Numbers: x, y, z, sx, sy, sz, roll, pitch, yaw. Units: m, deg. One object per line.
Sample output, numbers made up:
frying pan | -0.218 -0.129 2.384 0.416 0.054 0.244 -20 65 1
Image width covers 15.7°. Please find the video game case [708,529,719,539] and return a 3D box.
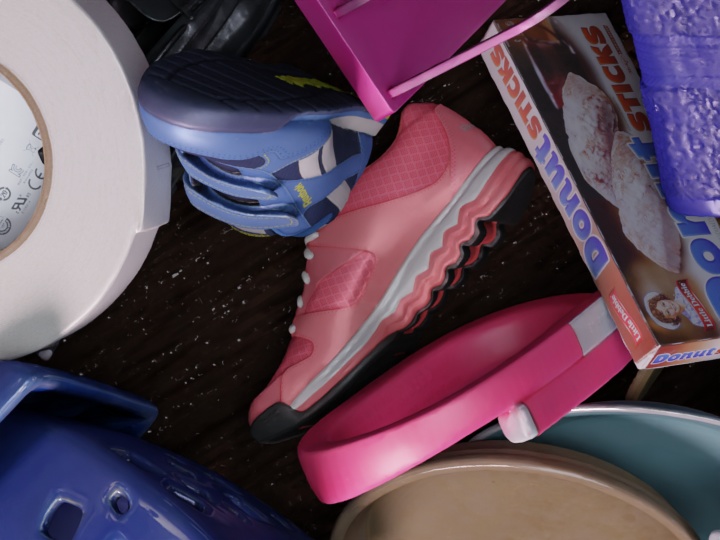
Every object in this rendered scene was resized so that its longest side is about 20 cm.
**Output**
video game case | 0.296 0.143 1.246 0.199 0.182 0.023 -3 78 37

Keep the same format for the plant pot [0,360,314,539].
plant pot | -0.144 0.161 1.260 0.180 0.200 0.200 44 95 17

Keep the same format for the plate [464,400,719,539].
plate | 0.143 0.108 1.317 0.199 0.200 0.026 13 59 -8

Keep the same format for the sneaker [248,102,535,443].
sneaker | 0.000 0.000 1.335 0.087 0.074 0.200 42 97 14

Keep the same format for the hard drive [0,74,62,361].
hard drive | -0.205 -0.064 1.307 0.199 0.038 0.140 33 94 -9

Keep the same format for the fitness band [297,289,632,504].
fitness band | 0.056 0.058 1.272 0.200 0.143 0.038 -32 99 -46

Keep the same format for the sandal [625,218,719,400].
sandal | 0.169 -0.037 1.345 0.069 0.078 0.212 32 89 10

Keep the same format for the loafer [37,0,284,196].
loafer | -0.087 -0.121 1.275 0.070 0.068 0.201 33 76 -20

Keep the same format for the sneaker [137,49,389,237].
sneaker | -0.048 -0.054 1.228 0.074 0.200 0.083 28 99 22

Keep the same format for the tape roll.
tape roll | -0.188 -0.055 1.235 0.202 0.037 0.204 3 100 17

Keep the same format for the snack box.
snack box | 0.128 -0.042 1.281 0.072 0.024 0.201 -6 57 -31

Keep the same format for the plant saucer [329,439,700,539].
plant saucer | 0.083 0.148 1.323 0.199 0.030 0.201 7 140 6

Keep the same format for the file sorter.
file sorter | 0.025 -0.205 1.234 0.125 0.139 0.200 -25 105 41

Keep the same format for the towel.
towel | 0.191 -0.117 1.191 0.147 0.050 0.201 4 122 34
